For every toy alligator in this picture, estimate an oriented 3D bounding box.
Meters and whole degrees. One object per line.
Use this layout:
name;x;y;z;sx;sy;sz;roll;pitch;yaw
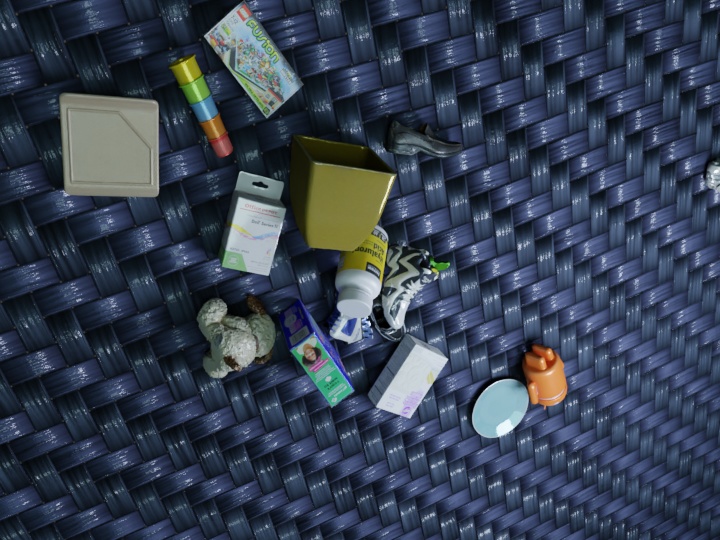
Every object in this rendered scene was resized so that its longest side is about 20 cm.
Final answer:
toy alligator;0.133;0.012;1.565;0.196;0.060;0.055;-29;109;7

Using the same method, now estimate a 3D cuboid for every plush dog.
plush dog;-0.271;0.159;1.435;0.169;0.158;0.206;-25;124;-40

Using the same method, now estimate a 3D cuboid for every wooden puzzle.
wooden puzzle;-0.498;-0.247;1.230;0.179;0.037;0.206;-1;116;-21

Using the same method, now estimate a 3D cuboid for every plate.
plate;0.420;0.413;1.861;0.194;0.026;0.207;-8;113;-17

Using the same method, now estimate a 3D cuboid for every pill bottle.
pill bottle;0.000;0.000;1.420;0.107;0.205;0.112;7;149;4

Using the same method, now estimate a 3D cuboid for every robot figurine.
robot figurine;0.547;0.313;1.817;0.113;0.145;0.204;-14;120;18

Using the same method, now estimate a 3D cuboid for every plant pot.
plant pot;-0.060;-0.160;1.351;0.190;0.195;0.206;5;115;-22

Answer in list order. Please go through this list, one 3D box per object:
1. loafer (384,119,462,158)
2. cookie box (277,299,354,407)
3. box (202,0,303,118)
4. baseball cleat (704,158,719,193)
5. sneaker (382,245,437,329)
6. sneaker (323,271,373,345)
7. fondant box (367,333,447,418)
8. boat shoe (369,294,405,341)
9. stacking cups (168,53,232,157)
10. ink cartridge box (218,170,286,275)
loafer;0.153;-0.306;1.436;0.194;0.073;0.075;0;107;-22
cookie box;-0.108;0.199;1.485;0.074;0.172;0.202;-33;119;-1
box;-0.218;-0.430;1.260;0.110;0.035;0.201;-41;119;-1
baseball cleat;1.105;-0.285;1.823;0.193;0.070;0.110;-3;120;-9
sneaker;0.127;0.039;1.493;0.079;0.126;0.206;26;68;-52
sneaker;-0.043;0.109;1.524;0.112;0.081;0.204;-24;119;-12
fondant box;0.129;0.289;1.666;0.142;0.058;0.203;26;102;-38
boat shoe;0.069;0.130;1.568;0.071;0.068;0.202;-31;132;1
stacking cups;-0.318;-0.328;1.248;0.059;0.061;0.204;-26;118;-9
ink cartridge box;-0.237;-0.104;1.368;0.114;0.067;0.206;10;108;-24
